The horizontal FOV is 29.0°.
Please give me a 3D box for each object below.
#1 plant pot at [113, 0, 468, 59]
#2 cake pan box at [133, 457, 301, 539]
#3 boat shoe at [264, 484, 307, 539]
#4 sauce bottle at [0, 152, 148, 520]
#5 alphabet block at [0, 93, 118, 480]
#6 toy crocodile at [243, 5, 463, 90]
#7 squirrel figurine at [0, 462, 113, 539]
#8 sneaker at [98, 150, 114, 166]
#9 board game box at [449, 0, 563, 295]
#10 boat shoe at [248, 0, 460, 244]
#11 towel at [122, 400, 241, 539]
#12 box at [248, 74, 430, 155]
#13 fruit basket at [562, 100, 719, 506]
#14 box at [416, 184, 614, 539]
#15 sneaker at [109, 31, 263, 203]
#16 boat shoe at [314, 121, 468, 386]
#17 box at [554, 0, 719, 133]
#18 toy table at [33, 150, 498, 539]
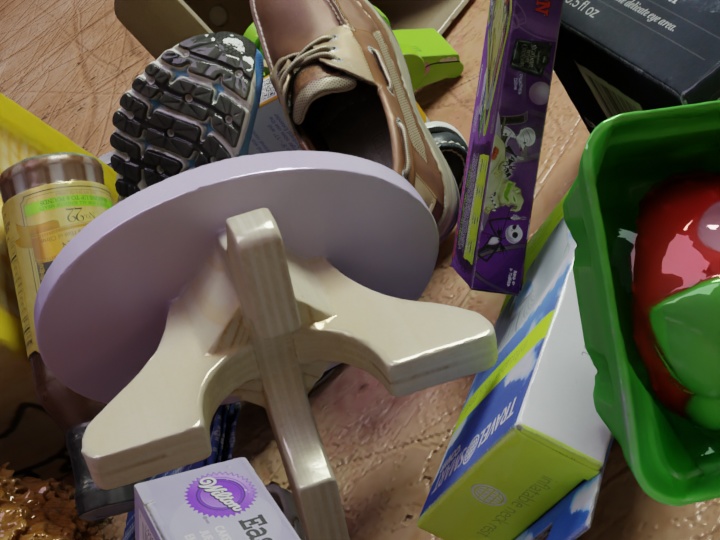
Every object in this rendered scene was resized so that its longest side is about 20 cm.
[{"bbox_3d":[-0.070,-0.209,1.053,0.200,0.200,0.177,-53,24,-21],"label":"plant pot"},{"bbox_3d":[-0.027,0.192,0.481,0.052,0.185,0.200,-10,31,-26],"label":"cake pan box"},{"bbox_3d":[-0.066,0.193,0.647,0.073,0.065,0.201,-14,39,34],"label":"boat shoe"},{"bbox_3d":[-0.154,0.035,0.776,0.064,0.065,0.201,-22,75,25],"label":"sauce bottle"},{"bbox_3d":[-0.263,0.025,0.898,0.199,0.195,0.198,-27,57,21],"label":"alphabet block"},{"bbox_3d":[-0.018,-0.134,0.944,0.199,0.062,0.068,-13,46,-33],"label":"toy crocodile"},{"bbox_3d":[-0.228,0.188,0.760,0.186,0.142,0.201,11,59,44],"label":"squirrel figurine"},{"bbox_3d":[-0.155,-0.043,1.033,0.199,0.076,0.114,-13,40,45],"label":"sneaker"},{"bbox_3d":[0.075,-0.094,0.697,0.120,0.032,0.202,-127,44,-82],"label":"board game box"},{"bbox_3d":[-0.011,-0.101,0.777,0.076,0.072,0.201,-38,66,16],"label":"boat shoe"},{"bbox_3d":[-0.094,0.086,0.785,0.145,0.024,0.201,-50,25,44],"label":"towel"},{"bbox_3d":[-0.051,-0.063,0.902,0.199,0.119,0.042,-22,35,25],"label":"box"},{"bbox_3d":[0.183,0.010,0.480,0.214,0.157,0.216,-9,0,0],"label":"fruit basket"},{"bbox_3d":[0.088,0.043,0.641,0.201,0.047,0.122,-65,4,-35],"label":"box"},{"bbox_3d":[-0.103,-0.058,0.840,0.090,0.078,0.201,-38,-23,-56],"label":"sneaker"},{"bbox_3d":[0.000,0.000,0.821,0.200,0.075,0.060,-50,30,5],"label":"boat shoe"},{"bbox_3d":[0.216,-0.139,0.726,0.200,0.118,0.197,-38,31,0],"label":"box"},{"bbox_3d":[-0.045,0.033,0.642,0.199,0.185,0.117,-26,36,-2],"label":"toy table"}]
